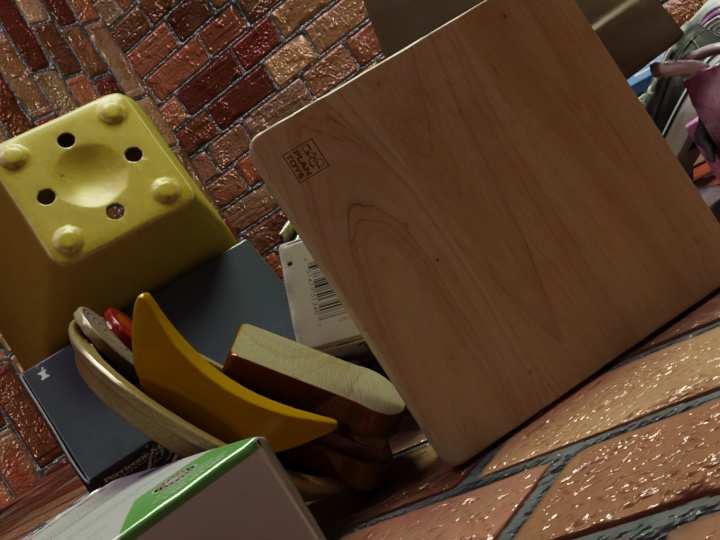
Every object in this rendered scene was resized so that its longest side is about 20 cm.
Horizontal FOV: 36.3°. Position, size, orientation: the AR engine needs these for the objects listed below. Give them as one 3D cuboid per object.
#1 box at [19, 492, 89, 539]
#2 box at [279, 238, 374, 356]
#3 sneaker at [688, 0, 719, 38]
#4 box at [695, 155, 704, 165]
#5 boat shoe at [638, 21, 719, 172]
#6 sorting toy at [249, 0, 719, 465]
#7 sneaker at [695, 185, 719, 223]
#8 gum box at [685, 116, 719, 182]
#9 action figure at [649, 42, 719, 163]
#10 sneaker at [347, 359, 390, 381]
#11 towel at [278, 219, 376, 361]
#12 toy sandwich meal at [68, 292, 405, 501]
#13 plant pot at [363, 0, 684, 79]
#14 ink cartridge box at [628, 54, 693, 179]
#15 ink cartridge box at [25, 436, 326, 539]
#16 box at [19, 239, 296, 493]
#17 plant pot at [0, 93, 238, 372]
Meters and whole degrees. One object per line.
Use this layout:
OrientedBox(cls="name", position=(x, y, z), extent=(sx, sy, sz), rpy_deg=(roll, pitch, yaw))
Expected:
OrientedBox(cls="box", position=(-0.256, 0.242, 1.020), extent=(0.198, 0.050, 0.200), rpy_deg=(-32, 2, -32))
OrientedBox(cls="box", position=(0.024, 0.019, 0.803), extent=(0.068, 0.082, 0.200), rpy_deg=(-17, -10, 25))
OrientedBox(cls="sneaker", position=(0.338, -0.192, 0.939), extent=(0.100, 0.075, 0.200), rpy_deg=(-51, -33, 3))
OrientedBox(cls="box", position=(0.378, -0.188, 1.125), extent=(0.200, 0.101, 0.112), rpy_deg=(-29, 4, 45))
OrientedBox(cls="boat shoe", position=(0.249, -0.118, 0.924), extent=(0.074, 0.068, 0.199), rpy_deg=(-31, -26, -30))
OrientedBox(cls="sorting toy", position=(0.071, -0.030, 0.615), extent=(0.199, 0.200, 0.070), rpy_deg=(-32, -2, -11))
OrientedBox(cls="sneaker", position=(0.175, -0.053, 0.771), extent=(0.076, 0.115, 0.200), rpy_deg=(-32, 3, -19))
OrientedBox(cls="gum box", position=(0.363, -0.145, 0.837), extent=(0.200, 0.066, 0.113), rpy_deg=(-33, 2, -23))
OrientedBox(cls="action figure", position=(0.295, -0.131, 0.635), extent=(0.134, 0.149, 0.200), rpy_deg=(-26, -15, -33))
OrientedBox(cls="sneaker", position=(-0.033, 0.104, 0.753), extent=(0.078, 0.075, 0.200), rpy_deg=(-27, 6, 33))
OrientedBox(cls="towel", position=(0.000, 0.000, 0.871), extent=(0.023, 0.200, 0.144), rpy_deg=(8, 49, 27))
OrientedBox(cls="toy sandwich meal", position=(-0.067, 0.062, 0.628), extent=(0.070, 0.205, 0.205), rpy_deg=(-60, 1, 3))
OrientedBox(cls="plant pot", position=(0.093, -0.173, 0.762), extent=(0.200, 0.174, 0.200), rpy_deg=(-35, 1, 1))
OrientedBox(cls="ink cartridge box", position=(0.204, -0.108, 0.996), extent=(0.200, 0.137, 0.076), rpy_deg=(-28, 36, -19))
OrientedBox(cls="ink cartridge box", position=(-0.120, 0.160, 0.515), extent=(0.146, 0.084, 0.200), rpy_deg=(-33, 3, -33))
OrientedBox(cls="box", position=(-0.137, 0.104, 0.865), extent=(0.200, 0.104, 0.182), rpy_deg=(-33, -25, -17))
OrientedBox(cls="plant pot", position=(-0.210, -0.027, 0.882), extent=(0.194, 0.196, 0.200), rpy_deg=(-30, -20, -22))
